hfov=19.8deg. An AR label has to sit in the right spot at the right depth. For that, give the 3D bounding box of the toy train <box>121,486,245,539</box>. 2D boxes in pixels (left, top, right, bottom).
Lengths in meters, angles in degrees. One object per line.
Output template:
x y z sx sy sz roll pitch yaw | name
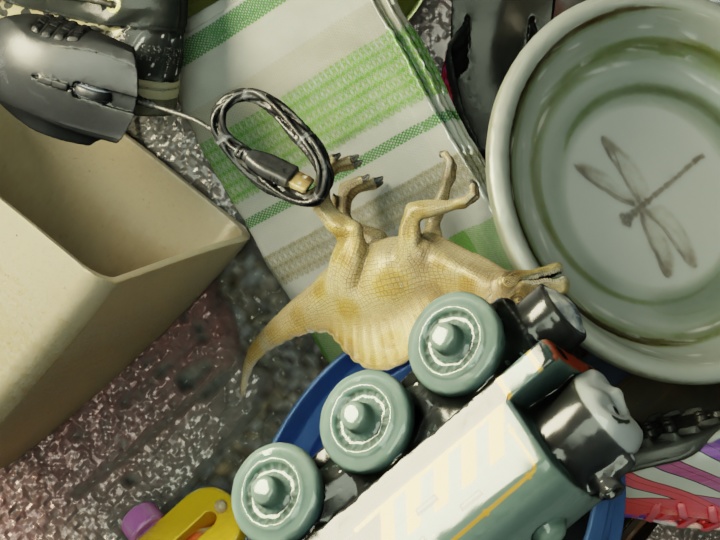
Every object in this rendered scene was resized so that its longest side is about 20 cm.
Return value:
-0.053 0.180 1.052 0.199 0.056 0.151 -18 60 9 | toy train

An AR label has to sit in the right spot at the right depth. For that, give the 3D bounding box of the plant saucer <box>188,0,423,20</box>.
-0.048 -0.194 1.096 0.199 0.031 0.201 0 88 9 | plant saucer

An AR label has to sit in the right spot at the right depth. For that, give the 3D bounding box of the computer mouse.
-0.102 -0.075 0.985 0.199 0.034 0.059 20 107 21 | computer mouse

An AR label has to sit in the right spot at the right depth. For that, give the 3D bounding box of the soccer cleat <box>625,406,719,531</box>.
0.182 0.099 0.975 0.199 0.068 0.074 -13 95 4 | soccer cleat

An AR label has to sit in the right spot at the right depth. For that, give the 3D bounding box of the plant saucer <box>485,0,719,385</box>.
0.148 -0.038 1.027 0.199 0.050 0.201 5 75 -18 | plant saucer

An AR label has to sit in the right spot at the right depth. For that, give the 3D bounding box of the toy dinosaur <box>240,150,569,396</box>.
0.000 0.000 0.983 0.199 0.058 0.102 -15 73 35 | toy dinosaur

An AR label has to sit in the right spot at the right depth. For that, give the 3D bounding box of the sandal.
0.071 -0.095 1.066 0.075 0.045 0.201 -2 87 9 | sandal

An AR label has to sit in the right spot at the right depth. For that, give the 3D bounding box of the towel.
-0.007 -0.058 1.044 0.149 0.031 0.201 -25 97 39 | towel

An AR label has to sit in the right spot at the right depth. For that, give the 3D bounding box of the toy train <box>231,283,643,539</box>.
0.031 0.098 0.903 0.200 0.085 0.114 -41 59 11 | toy train

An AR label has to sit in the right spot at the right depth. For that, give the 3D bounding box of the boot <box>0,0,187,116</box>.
-0.151 -0.185 1.055 0.203 0.073 0.154 33 113 29 | boot

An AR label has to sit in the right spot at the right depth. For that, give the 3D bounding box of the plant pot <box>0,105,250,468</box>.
-0.207 0.003 1.040 0.200 0.200 0.177 37 106 9 | plant pot

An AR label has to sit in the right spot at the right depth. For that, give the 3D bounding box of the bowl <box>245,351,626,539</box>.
0.035 0.114 0.968 0.200 0.039 0.202 -20 55 30 | bowl

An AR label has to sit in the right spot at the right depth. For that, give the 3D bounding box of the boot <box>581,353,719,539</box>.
0.106 0.110 1.045 0.200 0.075 0.097 -36 73 -4 | boot
